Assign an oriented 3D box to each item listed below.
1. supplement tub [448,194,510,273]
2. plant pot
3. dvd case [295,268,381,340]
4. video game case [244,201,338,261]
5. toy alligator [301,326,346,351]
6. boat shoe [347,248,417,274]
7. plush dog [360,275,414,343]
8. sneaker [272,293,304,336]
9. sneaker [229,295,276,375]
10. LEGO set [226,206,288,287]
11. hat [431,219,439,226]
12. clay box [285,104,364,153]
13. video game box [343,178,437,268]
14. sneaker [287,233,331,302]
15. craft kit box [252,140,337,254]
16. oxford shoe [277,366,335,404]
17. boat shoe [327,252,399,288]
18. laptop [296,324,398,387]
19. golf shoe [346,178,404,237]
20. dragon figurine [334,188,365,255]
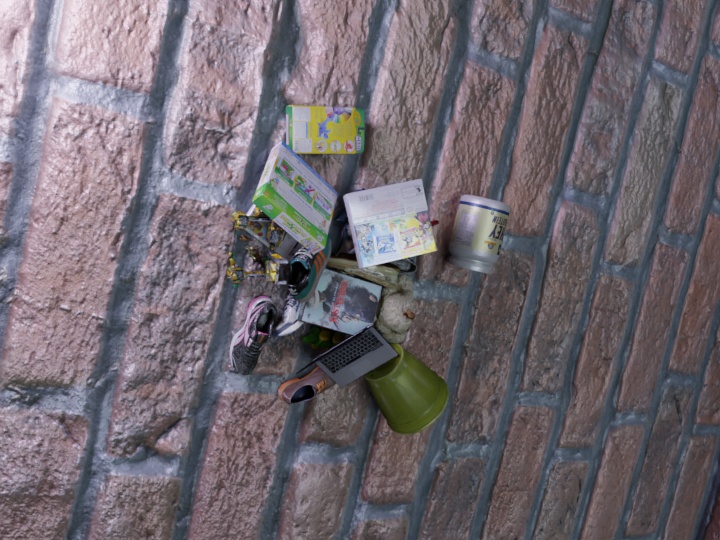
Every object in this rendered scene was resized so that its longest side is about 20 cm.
[{"bbox_3d":[0.331,-0.102,1.845,0.144,0.145,0.201,11,95,-30],"label":"supplement tub"},{"bbox_3d":[0.107,0.305,1.767,0.200,0.200,0.193,-46,121,-13],"label":"plant pot"},{"bbox_3d":[-0.053,0.082,1.653,0.199,0.022,0.147,18,78,-16],"label":"dvd case"},{"bbox_3d":[-0.175,-0.141,1.627,0.182,0.023,0.201,38,82,-30],"label":"video game case"},{"bbox_3d":[-0.069,0.182,1.737,0.199,0.059,0.055,15,52,-31],"label":"toy alligator"},{"bbox_3d":[0.062,-0.027,1.750,0.199,0.071,0.073,3,100,-24],"label":"boat shoe"},{"bbox_3d":[0.052,0.103,1.748,0.171,0.160,0.201,9,94,-3],"label":"plush dog"},{"bbox_3d":[-0.162,0.084,1.661,0.200,0.077,0.085,-45,108,-22],"label":"sneaker"},{"bbox_3d":[-0.261,0.164,1.604,0.080,0.086,0.201,14,94,-29],"label":"sneaker"},{"bbox_3d":[-0.236,-0.046,1.535,0.153,0.116,0.201,9,100,-28],"label":"LEGO set"},{"bbox_3d":[0.139,-0.071,1.746,0.200,0.166,0.176,-49,129,4],"label":"hat"},{"bbox_3d":[-0.086,-0.347,1.619,0.199,0.048,0.116,-5,103,-29],"label":"clay box"},{"bbox_3d":[0.074,-0.114,1.594,0.199,0.047,0.184,-13,90,-13],"label":"video game box"},{"bbox_3d":[-0.126,-0.027,1.589,0.080,0.071,0.201,56,45,-60],"label":"sneaker"},{"bbox_3d":[-0.147,-0.172,1.532,0.200,0.048,0.198,41,37,-28],"label":"craft kit box"},{"bbox_3d":[-0.114,0.305,1.723,0.199,0.073,0.072,-23,110,-24],"label":"oxford shoe"},{"bbox_3d":[0.000,0.000,1.684,0.199,0.073,0.063,12,105,-4],"label":"boat shoe"},{"bbox_3d":[-0.028,0.230,1.621,0.187,0.116,0.200,-32,122,16],"label":"laptop"},{"bbox_3d":[0.054,-0.142,1.667,0.200,0.078,0.097,-50,124,-8],"label":"golf shoe"},{"bbox_3d":[-0.025,-0.130,1.689,0.200,0.059,0.100,-43,115,-20],"label":"dragon figurine"}]
